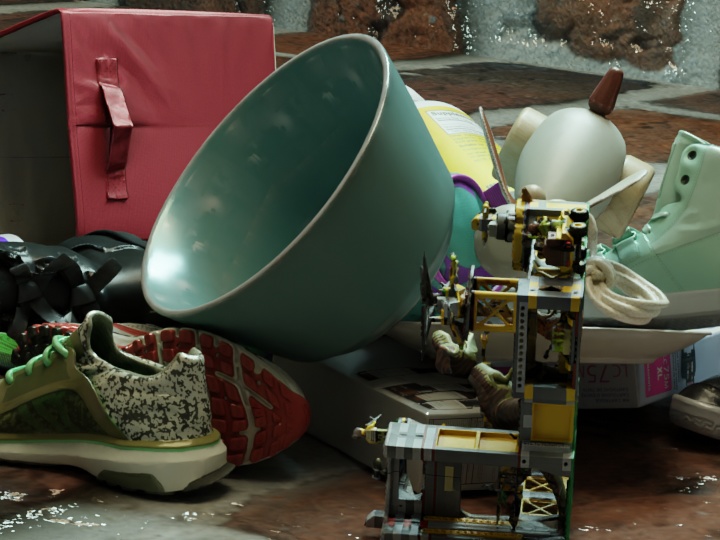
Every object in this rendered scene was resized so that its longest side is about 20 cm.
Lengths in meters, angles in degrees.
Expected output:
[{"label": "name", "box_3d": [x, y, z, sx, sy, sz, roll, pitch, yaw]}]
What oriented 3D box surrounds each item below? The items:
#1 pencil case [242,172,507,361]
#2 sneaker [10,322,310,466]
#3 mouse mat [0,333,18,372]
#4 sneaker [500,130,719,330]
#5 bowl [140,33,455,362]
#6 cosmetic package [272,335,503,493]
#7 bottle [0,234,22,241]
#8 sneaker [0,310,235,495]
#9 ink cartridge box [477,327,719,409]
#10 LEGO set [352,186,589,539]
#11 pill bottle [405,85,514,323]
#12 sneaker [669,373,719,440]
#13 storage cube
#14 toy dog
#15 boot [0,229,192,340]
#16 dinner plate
[{"label": "pencil case", "box_3d": [0.000, 0.000, 1.739, 0.199, 0.085, 0.092, -17, 15, 43]}, {"label": "sneaker", "box_3d": [-0.106, 0.062, 1.596, 0.199, 0.078, 0.082, 13, 12, 37]}, {"label": "mouse mat", "box_3d": [-0.165, 0.057, 1.795, 0.199, 0.008, 0.161, 12, 13, 38]}, {"label": "sneaker", "box_3d": [0.180, -0.023, 1.731, 0.199, 0.119, 0.074, -5, -13, 22]}, {"label": "bowl", "box_3d": [-0.022, -0.026, 1.600, 0.105, 0.201, 0.201, 41, -6, -25]}, {"label": "cosmetic package", "box_3d": [0.025, 0.081, 1.623, 0.082, 0.051, 0.200, 1, 10, -28]}, {"label": "bottle", "box_3d": [-0.304, 0.006, 1.839, 0.083, 0.066, 0.200, 20, 17, 38]}, {"label": "sneaker", "box_3d": [-0.157, 0.062, 1.537, 0.199, 0.089, 0.077, 9, 12, 25]}, {"label": "ink cartridge box", "box_3d": [0.175, 0.058, 1.794, 0.119, 0.042, 0.200, -2, 7, 34]}, {"label": "LEGO set", "box_3d": [0.057, 0.056, 1.452, 0.115, 0.201, 0.154, 4, 31, 5]}, {"label": "pill bottle", "box_3d": [0.054, -0.042, 1.842, 0.112, 0.113, 0.200, -2, 32, -32]}, {"label": "sneaker", "box_3d": [0.274, 0.046, 1.744, 0.199, 0.114, 0.075, -4, 13, -38]}, {"label": "storage cube", "box_3d": [-0.174, -0.094, 2.050, 0.179, 0.172, 0.200, -2, -5, -33]}, {"label": "toy dog", "box_3d": [0.123, -0.060, 1.619, 0.131, 0.097, 0.200, 16, 22, -10]}, {"label": "boot", "box_3d": [-0.204, 0.010, 1.741, 0.162, 0.074, 0.198, 1, 2, -32]}, {"label": "dinner plate", "box_3d": [0.106, 0.042, 1.629, 0.199, 0.024, 0.200, 1, -1, 0]}]
